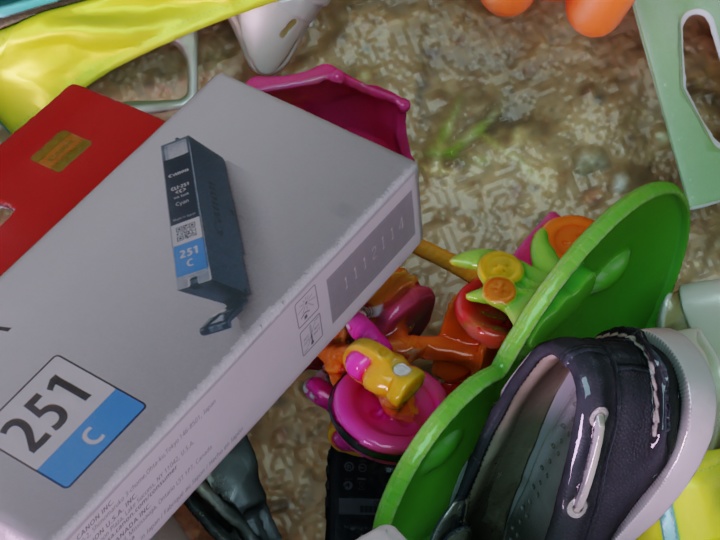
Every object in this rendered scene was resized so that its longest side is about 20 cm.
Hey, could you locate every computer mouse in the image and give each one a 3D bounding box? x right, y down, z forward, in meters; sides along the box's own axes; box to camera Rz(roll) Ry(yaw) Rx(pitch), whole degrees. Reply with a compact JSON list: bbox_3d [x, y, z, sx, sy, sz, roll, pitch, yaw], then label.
[{"bbox_3d":[0.010,0.145,0.832,0.058,0.034,0.202,5,70,-4],"label":"computer mouse"}]

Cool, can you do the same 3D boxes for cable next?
[{"bbox_3d":[-0.058,0.103,0.808,0.050,0.097,0.201,-21,79,-19],"label":"cable"}]

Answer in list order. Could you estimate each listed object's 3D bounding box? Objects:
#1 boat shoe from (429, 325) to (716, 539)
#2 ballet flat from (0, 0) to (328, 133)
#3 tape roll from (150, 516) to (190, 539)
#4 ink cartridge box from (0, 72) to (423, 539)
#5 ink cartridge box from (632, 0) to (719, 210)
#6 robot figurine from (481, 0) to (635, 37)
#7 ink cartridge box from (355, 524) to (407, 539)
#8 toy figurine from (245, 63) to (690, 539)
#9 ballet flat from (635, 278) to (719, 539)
[{"bbox_3d":[0.051,0.101,0.723,0.060,0.076,0.201,4,120,-35],"label":"boat shoe"},{"bbox_3d":[-0.067,-0.107,0.857,0.199,0.067,0.067,-20,101,-3],"label":"ballet flat"},{"bbox_3d":[-0.130,0.171,0.729,0.202,0.203,0.139,-37,49,-8],"label":"tape roll"},{"bbox_3d":[-0.104,0.004,0.717,0.175,0.045,0.200,25,54,27],"label":"ink cartridge box"},{"bbox_3d":[0.216,-0.091,0.879,0.198,0.059,0.105,-13,84,-5],"label":"ink cartridge box"},{"bbox_3d":[0.082,-0.192,0.839,0.143,0.117,0.201,-12,55,15],"label":"robot figurine"},{"bbox_3d":[-0.010,0.198,0.682,0.117,0.201,0.067,-25,40,-23],"label":"ink cartridge box"},{"bbox_3d":[0.000,0.000,0.807,0.184,0.151,0.200,33,47,22],"label":"toy figurine"},{"bbox_3d":[0.135,0.043,0.793,0.066,0.200,0.067,-11,114,23],"label":"ballet flat"}]
